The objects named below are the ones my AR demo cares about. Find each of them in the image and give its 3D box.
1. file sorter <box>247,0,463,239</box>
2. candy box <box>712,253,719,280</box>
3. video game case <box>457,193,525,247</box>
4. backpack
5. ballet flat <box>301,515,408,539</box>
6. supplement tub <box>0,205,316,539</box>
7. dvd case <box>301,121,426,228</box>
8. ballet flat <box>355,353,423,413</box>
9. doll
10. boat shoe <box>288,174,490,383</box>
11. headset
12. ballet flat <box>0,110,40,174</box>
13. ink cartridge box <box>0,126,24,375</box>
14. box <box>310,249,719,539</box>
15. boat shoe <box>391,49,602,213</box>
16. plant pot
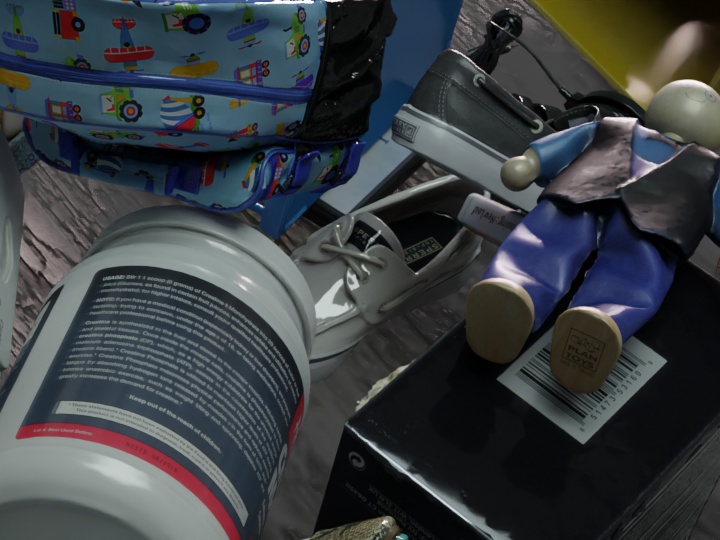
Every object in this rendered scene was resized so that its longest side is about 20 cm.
[{"bbox_3d":[-0.034,-0.144,1.373,0.122,0.139,0.200,29,43,14],"label":"file sorter"},{"bbox_3d":[0.273,0.018,1.339,0.115,0.056,0.200,18,6,-5],"label":"candy box"},{"bbox_3d":[0.167,0.022,1.281,0.200,0.022,0.182,26,2,-22],"label":"video game case"},{"bbox_3d":[-0.099,-0.105,1.171,0.182,0.135,0.200,13,13,22],"label":"backpack"},{"bbox_3d":[-0.026,0.164,1.039,0.075,0.200,0.068,24,53,15],"label":"ballet flat"},{"bbox_3d":[-0.103,0.078,1.135,0.140,0.141,0.200,21,42,0],"label":"supplement tub"},{"bbox_3d":[-0.055,-0.108,1.440,0.200,0.018,0.143,33,42,12],"label":"dvd case"},{"bbox_3d":[0.047,0.070,1.271,0.064,0.076,0.200,3,20,42],"label":"ballet flat"},{"bbox_3d":[0.122,-0.022,1.079,0.136,0.049,0.200,19,41,16],"label":"doll"},{"bbox_3d":[0.000,0.000,1.314,0.200,0.066,0.072,-23,58,-38],"label":"boat shoe"},{"bbox_3d":[0.114,-0.066,1.445,0.123,0.094,0.201,-5,63,-32],"label":"headset"},{"bbox_3d":[-0.220,-0.075,1.301,0.074,0.074,0.200,32,43,11],"label":"ballet flat"},{"bbox_3d":[-0.271,-0.011,1.149,0.199,0.083,0.147,-8,44,4],"label":"ink cartridge box"},{"bbox_3d":[0.075,0.110,1.119,0.123,0.199,0.200,36,50,19],"label":"box"},{"bbox_3d":[0.105,-0.059,1.262,0.200,0.066,0.070,25,3,-28],"label":"boat shoe"},{"bbox_3d":[0.241,-0.228,1.568,0.176,0.200,0.200,-11,50,-45],"label":"plant pot"}]
